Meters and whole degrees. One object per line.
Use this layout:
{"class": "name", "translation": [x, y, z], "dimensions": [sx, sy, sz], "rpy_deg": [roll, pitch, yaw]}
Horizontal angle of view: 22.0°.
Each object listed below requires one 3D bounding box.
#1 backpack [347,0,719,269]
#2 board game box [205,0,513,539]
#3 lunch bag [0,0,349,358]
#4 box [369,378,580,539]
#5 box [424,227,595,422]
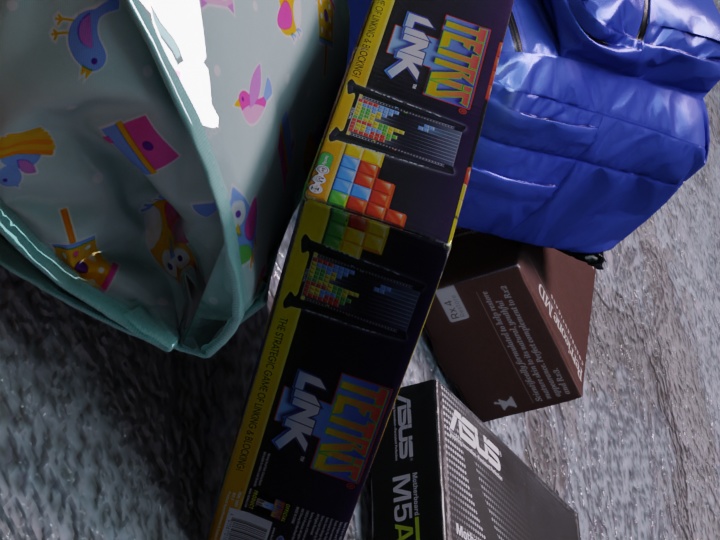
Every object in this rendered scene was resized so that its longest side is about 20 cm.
{"class": "backpack", "translation": [0.073, -0.116, 0.950], "dimensions": [0.199, 0.168, 0.163], "rpy_deg": [4, 46, -38]}
{"class": "board game box", "translation": [0.000, 0.000, 0.725], "dimensions": [0.166, 0.056, 0.201], "rpy_deg": [-71, 180, -46]}
{"class": "lunch bag", "translation": [-0.084, -0.088, 0.661], "dimensions": [0.201, 0.121, 0.171], "rpy_deg": [58, 26, -23]}
{"class": "box", "translation": [0.066, 0.182, 0.935], "dimensions": [0.200, 0.047, 0.195], "rpy_deg": [45, 38, -51]}
{"class": "box", "translation": [0.089, -0.018, 1.091], "dimensions": [0.101, 0.074, 0.201], "rpy_deg": [61, 27, -31]}
